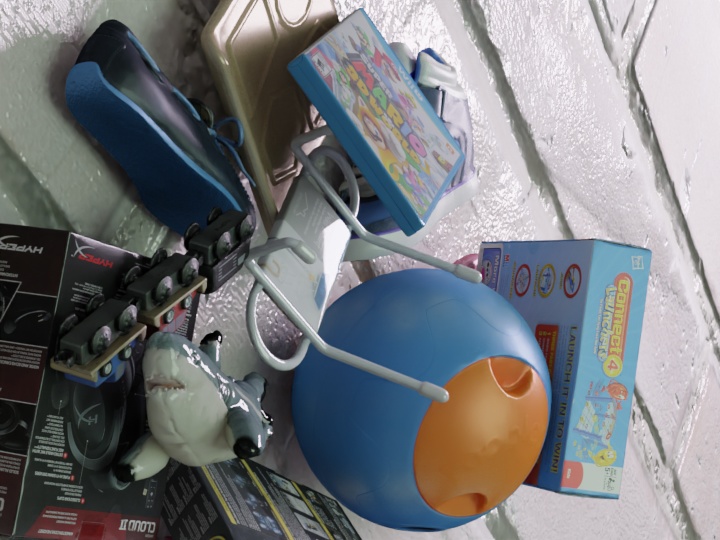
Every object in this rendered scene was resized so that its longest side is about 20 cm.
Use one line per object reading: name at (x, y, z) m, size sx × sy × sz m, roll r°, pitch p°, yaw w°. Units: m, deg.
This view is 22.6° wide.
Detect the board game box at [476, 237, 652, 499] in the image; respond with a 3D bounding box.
board game box at (0.152, 0.076, 1.479) m, size 0.056 × 0.196 × 0.201 m, roll 10°, pitch 87°, yaw -23°

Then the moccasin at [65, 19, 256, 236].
moccasin at (-0.117, -0.087, 1.185) m, size 0.200 × 0.080 × 0.068 m, roll 58°, pitch 37°, yaw -51°

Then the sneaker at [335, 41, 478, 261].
sneaker at (0.021, -0.103, 1.437) m, size 0.200 × 0.080 × 0.147 m, roll -34°, pitch 116°, yaw -49°

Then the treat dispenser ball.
treat dispenser ball at (0.046, 0.099, 1.386) m, size 0.201 × 0.200 × 0.202 m, roll -18°, pitch 111°, yaw -58°

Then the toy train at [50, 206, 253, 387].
toy train at (-0.123, 0.017, 1.092) m, size 0.200 × 0.034 × 0.046 m, roll -42°, pitch 142°, yaw -52°

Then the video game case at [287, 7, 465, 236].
video game case at (0.016, -0.112, 1.304) m, size 0.143 × 0.018 × 0.200 m, roll 54°, pitch 19°, yaw -8°

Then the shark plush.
shark plush at (-0.082, 0.075, 1.134) m, size 0.200 × 0.090 × 0.084 m, roll -6°, pitch 83°, yaw -65°

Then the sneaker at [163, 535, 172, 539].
sneaker at (-0.093, 0.263, 1.294) m, size 0.088 × 0.081 × 0.200 m, roll -61°, pitch 140°, yaw -29°

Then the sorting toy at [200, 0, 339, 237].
sorting toy at (-0.061, -0.151, 1.297) m, size 0.186 × 0.036 × 0.201 m, roll 73°, pitch 28°, yaw -44°

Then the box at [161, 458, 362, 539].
box at (-0.048, 0.197, 1.206) m, size 0.161 × 0.200 × 0.049 m, roll 31°, pitch 101°, yaw -35°

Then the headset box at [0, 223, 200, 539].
headset box at (-0.181, 0.084, 1.108) m, size 0.149 × 0.077 × 0.201 m, roll 19°, pitch 80°, yaw -60°

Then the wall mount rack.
wall mount rack at (0.000, 0.000, 1.272) m, size 0.174 × 0.074 × 0.201 m, roll 49°, pitch 42°, yaw -30°

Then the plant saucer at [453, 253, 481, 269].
plant saucer at (0.085, 0.084, 1.603) m, size 0.200 × 0.051 × 0.202 m, roll -16°, pitch 108°, yaw -58°
